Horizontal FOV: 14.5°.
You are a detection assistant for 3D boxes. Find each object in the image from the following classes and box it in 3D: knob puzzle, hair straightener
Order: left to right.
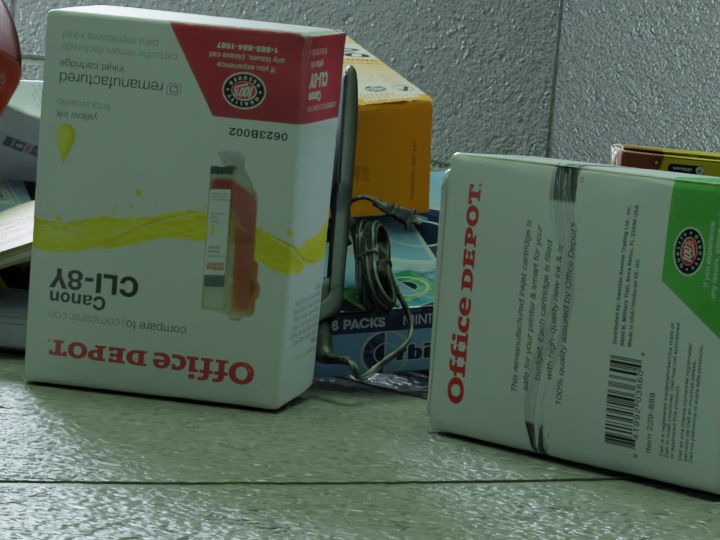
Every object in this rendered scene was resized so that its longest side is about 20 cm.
[{"bbox_3d":[-0.186,-0.018,1.671,0.220,0.030,0.220,-17,10,3],"label":"knob puzzle"},{"bbox_3d":[-0.001,-0.028,1.572,0.077,0.200,0.041,0,-31,-11],"label":"hair straightener"}]

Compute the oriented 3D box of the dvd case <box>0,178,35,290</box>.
[{"bbox_3d":[-0.151,-0.017,1.826,0.200,0.018,0.143,4,26,-27],"label":"dvd case"}]

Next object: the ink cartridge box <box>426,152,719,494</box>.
[{"bbox_3d":[0.133,0.021,1.393,0.084,0.146,0.200,0,7,-42],"label":"ink cartridge box"}]

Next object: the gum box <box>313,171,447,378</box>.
[{"bbox_3d":[0.000,0.000,1.668,0.170,0.045,0.200,-3,23,-14],"label":"gum box"}]

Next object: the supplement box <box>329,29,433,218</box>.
[{"bbox_3d":[-0.044,-0.092,1.730,0.126,0.074,0.200,-4,17,-17],"label":"supplement box"}]

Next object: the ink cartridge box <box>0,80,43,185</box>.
[{"bbox_3d":[-0.261,-0.056,1.867,0.200,0.163,0.057,-3,50,-43],"label":"ink cartridge box"}]

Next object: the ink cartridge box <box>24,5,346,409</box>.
[{"bbox_3d":[-0.094,-0.034,1.498,0.145,0.200,0.083,6,8,11],"label":"ink cartridge box"}]

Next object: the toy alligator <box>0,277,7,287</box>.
[{"bbox_3d":[-0.173,0.000,1.858,0.200,0.054,0.059,5,5,-2],"label":"toy alligator"}]

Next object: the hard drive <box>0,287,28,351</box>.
[{"bbox_3d":[-0.251,0.025,1.657,0.200,0.026,0.132,5,5,-7],"label":"hard drive"}]

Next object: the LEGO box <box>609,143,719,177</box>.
[{"bbox_3d":[0.239,0.009,1.643,0.200,0.149,0.077,6,4,1],"label":"LEGO box"}]

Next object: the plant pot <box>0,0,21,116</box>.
[{"bbox_3d":[-0.307,-0.109,1.609,0.200,0.200,0.176,29,1,-33],"label":"plant pot"}]
